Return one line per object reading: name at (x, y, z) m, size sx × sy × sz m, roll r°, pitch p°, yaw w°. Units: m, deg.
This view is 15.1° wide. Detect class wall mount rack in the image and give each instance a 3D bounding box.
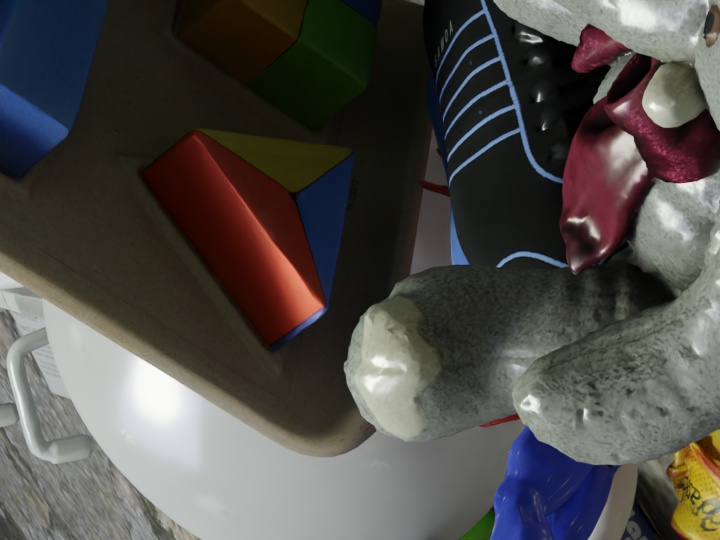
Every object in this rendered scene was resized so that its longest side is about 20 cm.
wall mount rack at (-0.079, 0.022, 1.137) m, size 0.200 × 0.173 × 0.075 m, roll 10°, pitch 118°, yaw 67°

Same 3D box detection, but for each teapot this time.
teapot at (0.000, 0.000, 0.916) m, size 0.199 × 0.198 × 0.146 m, roll 35°, pitch 126°, yaw -13°

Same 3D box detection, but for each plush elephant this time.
plush elephant at (0.087, -0.042, 0.598) m, size 0.199 × 0.166 × 0.155 m, roll 16°, pitch 158°, yaw 20°

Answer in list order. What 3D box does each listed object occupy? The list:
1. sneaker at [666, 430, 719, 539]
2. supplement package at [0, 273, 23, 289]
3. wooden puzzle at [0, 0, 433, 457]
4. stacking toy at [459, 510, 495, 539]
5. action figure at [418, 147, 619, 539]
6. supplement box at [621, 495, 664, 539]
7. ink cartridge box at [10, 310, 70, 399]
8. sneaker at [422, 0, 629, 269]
sneaker at (0.121, 0.039, 0.757) m, size 0.073 × 0.077 × 0.201 m, roll 30°, pitch 138°, yaw 58°
supplement package at (-0.167, -0.060, 1.152) m, size 0.199 × 0.121 × 0.121 m, roll -7°, pitch 103°, yaw 40°
wooden puzzle at (-0.061, -0.066, 0.774) m, size 0.199 × 0.186 × 0.046 m, roll 30°, pitch 135°, yaw -21°
stacking toy at (0.040, 0.131, 1.139) m, size 0.200 × 0.085 × 0.086 m, roll 47°, pitch 159°, yaw 20°
action figure at (0.040, 0.042, 0.778) m, size 0.098 × 0.200 × 0.065 m, roll 16°, pitch 145°, yaw 29°
supplement box at (0.041, 0.180, 1.032) m, size 0.109 × 0.109 × 0.200 m, roll 55°, pitch 136°, yaw 8°
ink cartridge box at (-0.140, -0.037, 1.331) m, size 0.201 × 0.083 × 0.146 m, roll 65°, pitch 160°, yaw -15°
sneaker at (0.054, -0.048, 0.743) m, size 0.200 × 0.070 × 0.078 m, roll -112°, pitch 20°, yaw -57°
